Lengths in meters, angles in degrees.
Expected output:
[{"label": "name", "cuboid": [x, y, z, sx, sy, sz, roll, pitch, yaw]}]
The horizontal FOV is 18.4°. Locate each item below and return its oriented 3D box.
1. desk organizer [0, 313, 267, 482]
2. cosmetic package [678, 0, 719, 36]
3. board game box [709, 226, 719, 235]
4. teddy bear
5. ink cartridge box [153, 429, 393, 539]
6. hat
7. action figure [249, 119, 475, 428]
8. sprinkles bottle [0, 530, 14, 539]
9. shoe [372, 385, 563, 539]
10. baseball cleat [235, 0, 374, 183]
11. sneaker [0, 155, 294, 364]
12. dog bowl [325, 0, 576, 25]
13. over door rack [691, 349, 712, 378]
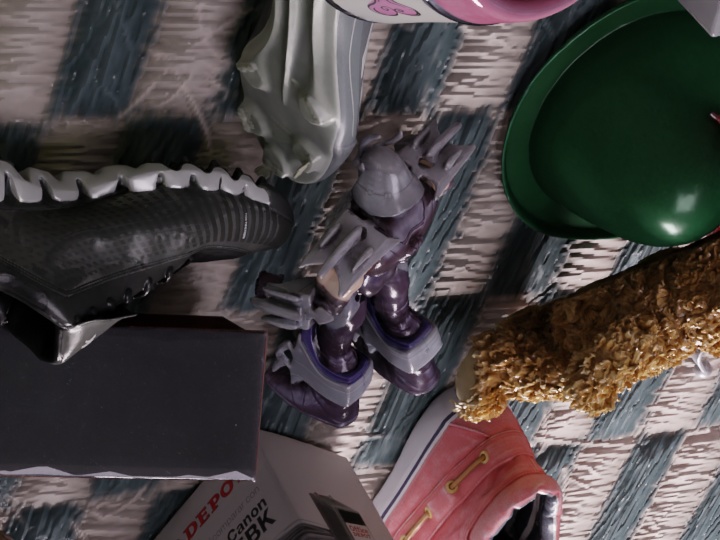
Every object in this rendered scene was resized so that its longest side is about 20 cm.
[{"label": "desk organizer", "cuboid": [-0.151, 0.055, 1.044, 0.199, 0.077, 0.072, 3, 96, -17]}, {"label": "cosmetic package", "cuboid": [0.207, -0.215, 1.029, 0.101, 0.071, 0.200, -13, 136, -24]}, {"label": "board game box", "cuboid": [0.290, 0.040, 1.236, 0.151, 0.200, 0.046, 1, 148, -34]}, {"label": "teddy bear", "cuboid": [0.140, 0.034, 1.168, 0.200, 0.067, 0.145, -23, -177, 8]}, {"label": "ink cartridge box", "cuboid": [-0.039, 0.205, 1.178, 0.083, 0.200, 0.147, 23, 114, -42]}, {"label": "hat", "cuboid": [0.176, -0.030, 1.107, 0.200, 0.176, 0.166, 11, 123, -41]}, {"label": "action figure", "cuboid": [0.000, 0.000, 1.086, 0.130, 0.069, 0.200, -36, 154, -27]}, {"label": "sprinkles bottle", "cuboid": [-0.210, 0.140, 1.042, 0.068, 0.068, 0.200, -33, 164, -2]}, {"label": "shoe", "cuboid": [0.049, 0.166, 1.282, 0.071, 0.091, 0.200, 0, 129, -34]}, {"label": "baseball cleat", "cuboid": [-0.002, -0.121, 0.982, 0.106, 0.070, 0.200, -37, 157, -27]}, {"label": "sneaker", "cuboid": [-0.120, -0.003, 0.991, 0.200, 0.091, 0.066, 1, 169, -31]}, {"label": "dog bowl", "cuboid": [0.055, -0.187, 0.889, 0.200, 0.074, 0.201, -29, 129, -42]}, {"label": "over door rack", "cuboid": [0.316, 0.079, 1.335, 0.200, 0.148, 0.067, -14, 135, -22]}]
